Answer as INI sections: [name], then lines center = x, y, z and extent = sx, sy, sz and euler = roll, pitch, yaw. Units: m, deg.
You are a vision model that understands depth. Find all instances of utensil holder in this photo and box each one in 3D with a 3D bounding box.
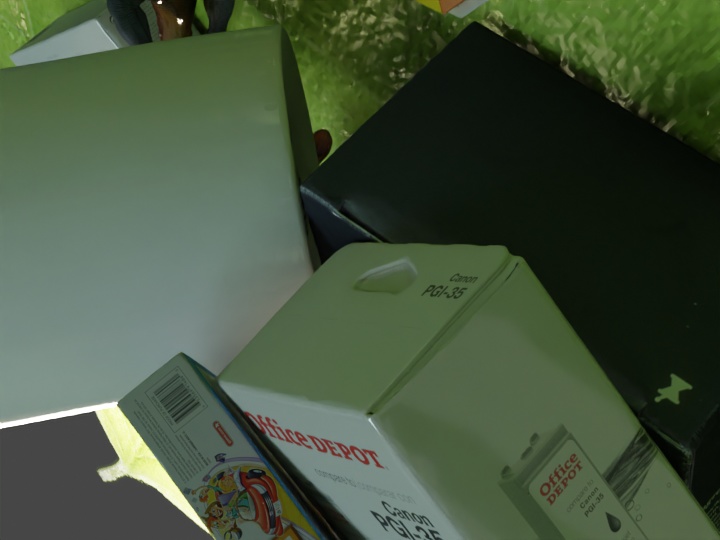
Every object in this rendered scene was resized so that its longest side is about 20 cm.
[utensil holder]
center = -0.118, -0.018, 0.750
extent = 0.170, 0.199, 0.171
euler = -9, -90, -88

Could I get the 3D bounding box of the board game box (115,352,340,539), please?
[board game box]
center = -0.016, 0.131, 0.671
extent = 0.200, 0.034, 0.134
euler = 52, 178, 13

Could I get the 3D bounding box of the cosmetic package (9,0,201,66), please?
[cosmetic package]
center = -0.133, -0.100, 1.023
extent = 0.151, 0.052, 0.200
euler = 54, 159, -17

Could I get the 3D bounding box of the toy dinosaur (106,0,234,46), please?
[toy dinosaur]
center = -0.118, -0.174, 0.809
extent = 0.200, 0.104, 0.183
euler = -153, 45, -70

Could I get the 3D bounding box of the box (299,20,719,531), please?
[box]
center = 0.094, 0.032, 0.708
extent = 0.196, 0.117, 0.200
euler = 35, 158, 27

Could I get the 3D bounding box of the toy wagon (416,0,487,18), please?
[toy wagon]
center = 0.004, -0.185, 0.590
extent = 0.155, 0.040, 0.200
euler = 33, 156, 34

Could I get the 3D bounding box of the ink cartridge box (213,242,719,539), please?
[ink cartridge box]
center = 0.052, 0.092, 0.616
extent = 0.200, 0.083, 0.146
euler = 53, 160, -18

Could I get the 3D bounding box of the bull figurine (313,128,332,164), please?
[bull figurine]
center = 0.000, 0.000, 0.918
extent = 0.121, 0.065, 0.200
euler = 36, 164, 10
